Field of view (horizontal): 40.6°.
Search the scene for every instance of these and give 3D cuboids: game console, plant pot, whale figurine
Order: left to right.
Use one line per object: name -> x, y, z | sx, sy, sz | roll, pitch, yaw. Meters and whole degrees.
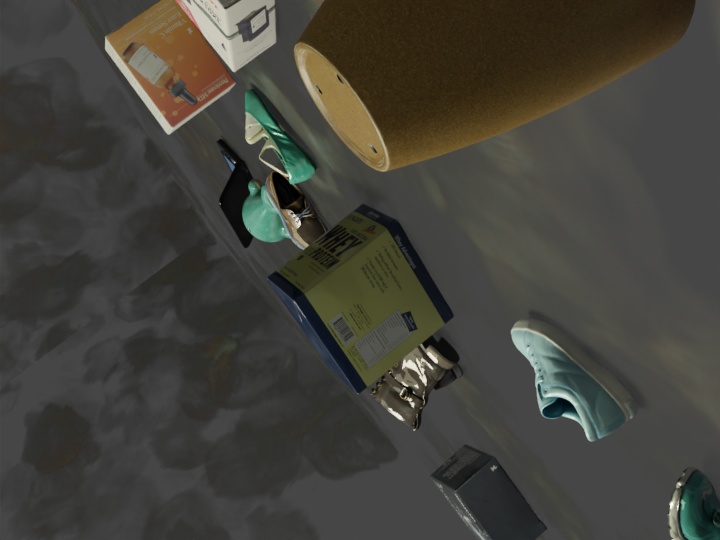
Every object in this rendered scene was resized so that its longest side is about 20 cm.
game console -> -0.309, -0.187, 2.366 | 0.176, 0.116, 0.200 | 45, 167, 34
whale figurine -> -0.205, -0.127, 2.137 | 0.159, 0.104, 0.200 | 53, 170, 2
plant pot -> 0.065, -0.155, 0.600 | 0.187, 0.200, 0.186 | 50, 170, 11

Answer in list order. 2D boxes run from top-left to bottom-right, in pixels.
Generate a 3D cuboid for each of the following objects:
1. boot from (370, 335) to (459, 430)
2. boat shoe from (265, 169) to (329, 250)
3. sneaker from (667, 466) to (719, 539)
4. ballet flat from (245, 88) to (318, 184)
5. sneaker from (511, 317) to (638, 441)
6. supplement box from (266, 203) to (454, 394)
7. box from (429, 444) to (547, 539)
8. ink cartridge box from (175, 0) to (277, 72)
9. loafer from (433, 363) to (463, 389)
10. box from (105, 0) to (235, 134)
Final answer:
boot -> 0.067, 0.164, 1.729 | 0.200, 0.174, 0.069 | 47, -151, 22
boat shoe -> -0.127, -0.114, 1.931 | 0.200, 0.072, 0.072 | 50, 168, 13
sneaker -> 0.393, 0.284, 1.046 | 0.079, 0.078, 0.200 | 3, 137, 51
ballet flat -> -0.157, -0.229, 1.686 | 0.200, 0.070, 0.067 | 50, 170, 13
sneaker -> 0.228, 0.127, 1.147 | 0.200, 0.082, 0.074 | 40, 163, 51
supplement box -> 0.001, 0.042, 1.530 | 0.200, 0.200, 0.134 | 57, 169, -26
box -> 0.273, 0.500, 2.111 | 0.197, 0.117, 0.200 | 53, 169, -5
ink cartridge box -> -0.183, -0.373, 1.275 | 0.145, 0.084, 0.200 | 51, 170, 6
loafer -> 0.110, 0.150, 1.799 | 0.200, 0.063, 0.072 | 40, 165, 50
box -> -0.353, -0.381, 1.805 | 0.200, 0.152, 0.106 | 54, 169, -10
